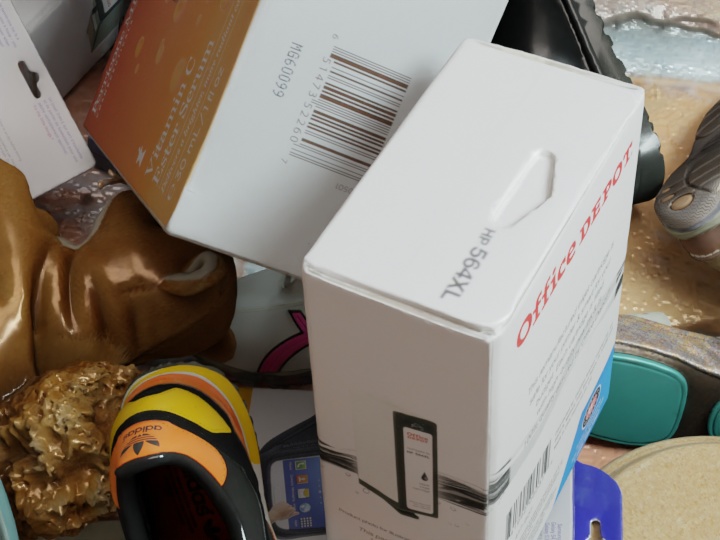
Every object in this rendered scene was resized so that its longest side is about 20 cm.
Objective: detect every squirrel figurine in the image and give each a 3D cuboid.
[{"bbox_3d":[-0.145,0.044,0.814,0.185,0.142,0.201,-8,57,-8],"label":"squirrel figurine"}]

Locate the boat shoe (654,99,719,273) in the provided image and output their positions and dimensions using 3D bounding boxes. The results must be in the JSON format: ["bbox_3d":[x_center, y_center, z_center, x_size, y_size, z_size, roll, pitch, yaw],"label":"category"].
[{"bbox_3d":[0.231,-0.061,0.977,0.072,0.076,0.200,52,51,-11],"label":"boat shoe"}]

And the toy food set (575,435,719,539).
[{"bbox_3d":[0.174,0.171,0.819,0.198,0.049,0.199,-18,60,-17],"label":"toy food set"}]

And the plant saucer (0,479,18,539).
[{"bbox_3d":[-0.214,0.108,0.735,0.199,0.201,0.036,33,30,17],"label":"plant saucer"}]

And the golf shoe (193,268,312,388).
[{"bbox_3d":[0.000,0.000,0.868,0.198,0.093,0.073,-11,38,13],"label":"golf shoe"}]

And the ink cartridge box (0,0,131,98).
[{"bbox_3d":[-0.190,-0.204,1.017,0.145,0.084,0.200,29,58,15],"label":"ink cartridge box"}]

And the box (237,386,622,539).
[{"bbox_3d":[0.022,0.114,0.802,0.198,0.042,0.120,0,48,6],"label":"box"}]

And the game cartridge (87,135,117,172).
[{"bbox_3d":[-0.052,-0.110,0.998,0.129,0.038,0.200,30,58,10],"label":"game cartridge"}]

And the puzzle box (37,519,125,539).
[{"bbox_3d":[-0.121,0.180,0.798,0.198,0.026,0.134,-2,56,-6],"label":"puzzle box"}]

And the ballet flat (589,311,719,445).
[{"bbox_3d":[0.170,0.057,0.895,0.198,0.068,0.067,14,38,-3],"label":"ballet flat"}]

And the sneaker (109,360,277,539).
[{"bbox_3d":[-0.054,0.141,0.708,0.069,0.201,0.090,-19,14,12],"label":"sneaker"}]

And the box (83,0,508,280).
[{"bbox_3d":[-0.038,-0.095,0.801,0.106,0.153,0.200,19,9,-24],"label":"box"}]

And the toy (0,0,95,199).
[{"bbox_3d":[-0.252,-0.055,0.916,0.199,0.047,0.116,-28,85,-7],"label":"toy"}]

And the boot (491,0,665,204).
[{"bbox_3d":[0.061,-0.104,0.972,0.157,0.080,0.212,-17,62,-16],"label":"boot"}]

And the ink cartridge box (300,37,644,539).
[{"bbox_3d":[0.048,0.029,0.717,0.084,0.201,0.146,20,51,20],"label":"ink cartridge box"}]
